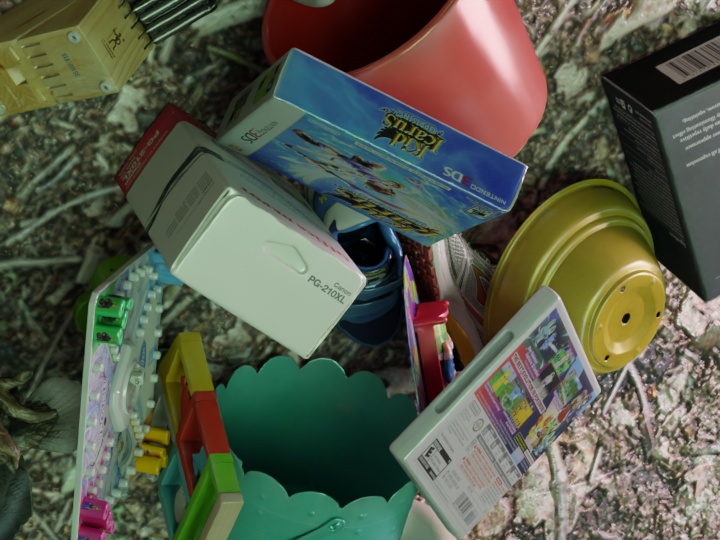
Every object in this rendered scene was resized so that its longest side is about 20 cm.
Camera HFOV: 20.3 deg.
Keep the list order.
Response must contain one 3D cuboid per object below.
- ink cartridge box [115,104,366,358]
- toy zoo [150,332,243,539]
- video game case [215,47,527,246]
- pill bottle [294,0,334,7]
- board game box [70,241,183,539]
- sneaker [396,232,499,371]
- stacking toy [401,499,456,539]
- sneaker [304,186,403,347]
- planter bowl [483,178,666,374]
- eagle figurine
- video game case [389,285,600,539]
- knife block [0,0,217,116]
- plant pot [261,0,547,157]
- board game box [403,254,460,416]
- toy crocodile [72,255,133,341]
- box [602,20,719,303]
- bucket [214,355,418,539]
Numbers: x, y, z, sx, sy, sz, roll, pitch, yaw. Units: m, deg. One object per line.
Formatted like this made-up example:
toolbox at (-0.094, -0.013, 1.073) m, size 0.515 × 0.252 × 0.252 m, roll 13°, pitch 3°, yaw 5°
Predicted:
ink cartridge box at (-0.098, -0.034, 1.598) m, size 0.144 × 0.200 × 0.085 m, roll 33°, pitch 99°, yaw -29°
toy zoo at (-0.144, 0.145, 1.673) m, size 0.020 × 0.201 × 0.132 m, roll 0°, pitch 141°, yaw -24°
video game case at (0.003, -0.089, 1.540) m, size 0.199 × 0.181 × 0.046 m, roll 26°, pitch 77°, yaw -13°
pill bottle at (-0.017, -0.311, 1.542) m, size 0.109 × 0.109 × 0.201 m, roll 36°, pitch 81°, yaw -29°
board game box at (-0.178, 0.091, 1.573) m, size 0.026 × 0.200 × 0.201 m, roll 9°, pitch 105°, yaw 8°
sneaker at (0.085, -0.001, 1.761) m, size 0.082 × 0.078 × 0.201 m, roll -31°, pitch 128°, yaw -13°
stacking toy at (0.040, 0.318, 1.870) m, size 0.146 × 0.146 × 0.201 m, roll -29°, pitch 137°, yaw -5°
sneaker at (0.000, 0.000, 1.710) m, size 0.074 × 0.082 × 0.201 m, roll -23°, pitch 133°, yaw -8°
planter bowl at (0.208, 0.028, 1.769) m, size 0.200 × 0.083 × 0.202 m, roll -23°, pitch 128°, yaw -33°
eagle figurine at (-0.310, 0.144, 1.551) m, size 0.151 × 0.152 × 0.200 m, roll 37°, pitch 137°, yaw 6°
video game case at (0.115, 0.121, 1.662) m, size 0.182 × 0.023 × 0.200 m, roll -45°, pitch 150°, yaw -8°
knife block at (-0.200, -0.207, 1.573) m, size 0.199 × 0.176 × 0.064 m, roll -8°, pitch 126°, yaw 35°
plant pot at (0.048, -0.174, 1.606) m, size 0.200 × 0.201 × 0.177 m, roll -42°, pitch 131°, yaw 2°
board game box at (0.071, 0.081, 1.682) m, size 0.039 × 0.159 × 0.200 m, roll -8°, pitch 149°, yaw 6°
toy crocodile at (-0.201, 0.081, 1.689) m, size 0.061 × 0.068 × 0.201 m, roll -10°, pitch 116°, yaw -16°
box at (0.322, -0.102, 1.776) m, size 0.148 × 0.107 × 0.201 m, roll -25°, pitch 118°, yaw -8°
bucket at (-0.046, 0.183, 1.719) m, size 0.206 × 0.208 × 0.136 m, roll 2°, pitch 121°, yaw -21°
